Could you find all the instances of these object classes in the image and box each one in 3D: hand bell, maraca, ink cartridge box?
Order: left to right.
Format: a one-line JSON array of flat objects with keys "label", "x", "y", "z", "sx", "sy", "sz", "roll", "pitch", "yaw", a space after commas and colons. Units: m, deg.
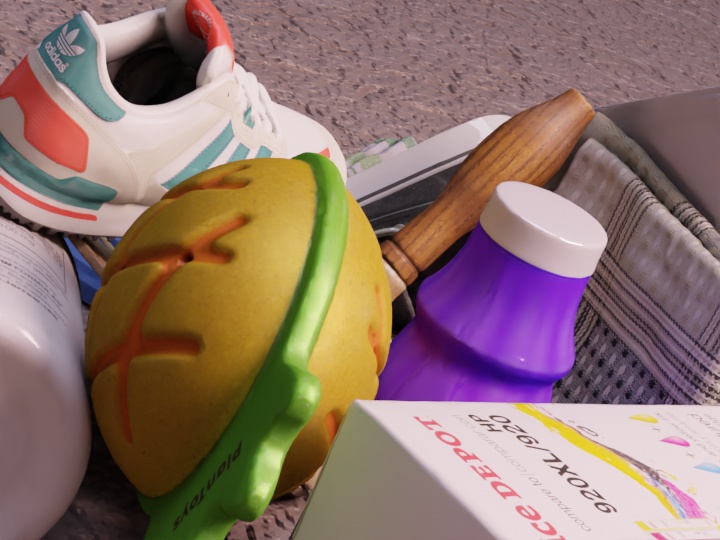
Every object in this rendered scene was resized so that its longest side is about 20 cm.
[{"label": "maraca", "x": -0.045, "y": 0.036, "z": 1.011, "sx": 0.107, "sy": 0.137, "sz": 0.200, "roll": 26, "pitch": 32, "yaw": -15}, {"label": "hand bell", "x": 0.023, "y": -0.007, "z": 1.220, "sx": 0.104, "sy": 0.200, "sz": 0.104, "roll": 50, "pitch": -2, "yaw": 2}, {"label": "ink cartridge box", "x": 0.084, "y": 0.142, "z": 1.001, "sx": 0.200, "sy": 0.145, "sz": 0.147, "roll": 3, "pitch": 27, "yaw": -40}]

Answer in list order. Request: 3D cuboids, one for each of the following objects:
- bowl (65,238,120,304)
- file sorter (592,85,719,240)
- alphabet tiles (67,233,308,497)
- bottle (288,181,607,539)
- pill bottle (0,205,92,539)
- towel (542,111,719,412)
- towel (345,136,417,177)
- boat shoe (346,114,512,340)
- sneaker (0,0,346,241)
[{"label": "bowl", "x": -0.074, "y": -0.013, "z": 1.416, "sx": 0.200, "sy": 0.039, "sz": 0.201, "roll": 19, "pitch": 19, "yaw": -7}, {"label": "file sorter", "x": 0.170, "y": -0.002, "z": 1.259, "sx": 0.124, "sy": 0.139, "sz": 0.200, "roll": 3, "pitch": -2, "yaw": -20}, {"label": "alphabet tiles", "x": -0.091, "y": 0.016, "z": 1.189, "sx": 0.200, "sy": 0.006, "sz": 0.166, "roll": 50, "pitch": -1, "yaw": 9}, {"label": "bottle", "x": 0.031, "y": 0.063, "z": 1.074, "sx": 0.065, "sy": 0.200, "sz": 0.083, "roll": 34, "pitch": 21, "yaw": 20}, {"label": "pill bottle", "x": -0.165, "y": 0.024, "z": 1.102, "sx": 0.114, "sy": 0.115, "sz": 0.200, "roll": 16, "pitch": 20, "yaw": -14}, {"label": "towel", "x": 0.083, "y": 0.049, "z": 1.184, "sx": 0.034, "sy": 0.193, "sz": 0.200, "roll": 21, "pitch": 18, "yaw": -26}, {"label": "towel", "x": 0.038, "y": -0.002, "z": 1.425, "sx": 0.149, "sy": 0.031, "sz": 0.200, "roll": 45, "pitch": 16, "yaw": 3}, {"label": "boat shoe", "x": 0.000, "y": 0.000, "z": 1.285, "sx": 0.064, "sy": 0.200, "sz": 0.071, "roll": 59, "pitch": -2, "yaw": 36}, {"label": "sneaker", "x": -0.062, "y": -0.061, "z": 1.131, "sx": 0.199, "sy": 0.093, "sz": 0.070, "roll": 4, "pitch": 44, "yaw": -47}]
